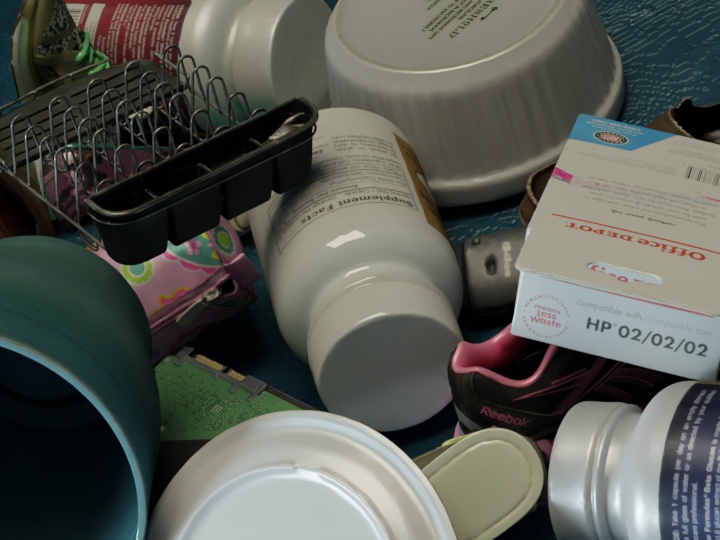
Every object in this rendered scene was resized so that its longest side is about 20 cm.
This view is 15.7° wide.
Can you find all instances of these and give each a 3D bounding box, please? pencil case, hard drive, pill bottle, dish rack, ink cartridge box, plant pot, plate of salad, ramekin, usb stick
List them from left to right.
[{"bbox_3d":[-0.199,0.077,1.467,0.200,0.200,0.188,-11,25,14],"label":"plant pot"},{"bbox_3d":[-0.158,0.031,1.615,0.200,0.087,0.087,-31,38,3],"label":"pencil case"},{"bbox_3d":[-0.136,-0.082,1.573,0.153,0.055,0.200,-27,41,-27],"label":"dish rack"},{"bbox_3d":[-0.127,0.137,1.533,0.140,0.038,0.200,23,57,42],"label":"hard drive"},{"bbox_3d":[-0.120,-0.148,1.807,0.200,0.110,0.110,5,46,31],"label":"pill bottle"},{"bbox_3d":[-0.030,0.174,1.378,0.200,0.048,0.200,-4,81,28],"label":"plate of salad"},{"bbox_3d":[0.000,0.000,1.569,0.114,0.114,0.200,-21,38,2],"label":"pill bottle"},{"bbox_3d":[0.068,-0.141,1.706,0.202,0.094,0.202,-11,39,9],"label":"ramekin"},{"bbox_3d":[0.154,-0.011,1.562,0.200,0.033,0.056,-11,74,16],"label":"usb stick"},{"bbox_3d":[0.150,-0.006,1.411,0.115,0.068,0.200,13,29,10],"label":"ink cartridge box"},{"bbox_3d":[0.203,0.113,1.337,0.200,0.111,0.111,2,45,28],"label":"pill bottle"}]

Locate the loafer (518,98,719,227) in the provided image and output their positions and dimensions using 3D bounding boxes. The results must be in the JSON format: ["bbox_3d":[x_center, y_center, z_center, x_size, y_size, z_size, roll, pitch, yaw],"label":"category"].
[{"bbox_3d":[0.189,-0.074,1.596,0.200,0.071,0.073,-18,38,7],"label":"loafer"}]

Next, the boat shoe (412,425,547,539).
[{"bbox_3d":[0.013,0.150,1.430,0.202,0.072,0.060,-31,-4,9],"label":"boat shoe"}]

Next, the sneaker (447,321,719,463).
[{"bbox_3d":[0.136,0.038,1.473,0.200,0.095,0.079,-28,37,-9],"label":"sneaker"}]

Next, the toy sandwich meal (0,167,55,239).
[{"bbox_3d":[-0.285,-0.036,1.688,0.205,0.205,0.070,7,57,33],"label":"toy sandwich meal"}]

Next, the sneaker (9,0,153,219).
[{"bbox_3d":[-0.184,-0.125,1.759,0.089,0.200,0.077,-1,35,2],"label":"sneaker"}]

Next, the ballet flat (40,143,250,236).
[{"bbox_3d":[-0.110,-0.054,1.711,0.200,0.069,0.071,-7,72,-23],"label":"ballet flat"}]
